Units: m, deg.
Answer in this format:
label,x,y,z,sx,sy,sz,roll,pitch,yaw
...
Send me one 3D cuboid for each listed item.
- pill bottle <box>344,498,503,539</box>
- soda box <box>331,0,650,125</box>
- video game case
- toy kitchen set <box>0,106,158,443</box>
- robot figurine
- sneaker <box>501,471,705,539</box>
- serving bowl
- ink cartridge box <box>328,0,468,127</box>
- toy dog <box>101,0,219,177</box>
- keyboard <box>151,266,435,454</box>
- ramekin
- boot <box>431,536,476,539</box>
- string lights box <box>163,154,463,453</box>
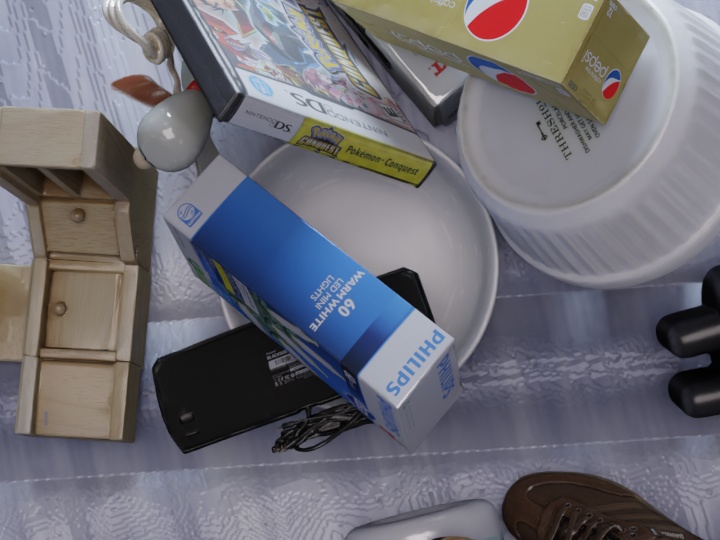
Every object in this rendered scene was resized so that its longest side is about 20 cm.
label,x,y,z,sx,sy,sz,roll,pitch,yaw
pill bottle,0.060,0.264,1.038,0.109,0.111,0.203,-13,83,3
soda box,0.078,-0.161,0.967,0.199,0.068,0.065,26,88,38
video game case,-0.056,-0.147,1.016,0.026,0.179,0.201,-50,49,24
toy kitchen set,-0.242,0.007,1.047,0.161,0.180,0.203,3,81,5
robot figurine,0.305,0.044,1.036,0.197,0.151,0.126,-14,42,3
sneaker,0.175,0.183,1.024,0.198,0.075,0.071,19,89,31
serving bowl,0.000,0.000,1.088,0.197,0.066,0.203,0,85,5
ink cartridge box,0.046,-0.227,1.096,0.144,0.084,0.201,-40,85,0
toy dog,-0.120,-0.117,1.061,0.096,0.199,0.133,-35,83,30
keyboard,-0.039,0.078,1.042,0.198,0.040,0.105,-20,61,3
ramekin,0.153,-0.097,0.995,0.200,0.094,0.205,-13,65,31
boot,0.147,0.220,0.960,0.199,0.137,0.078,37,53,-31
string lights box,-0.028,0.022,0.980,0.199,0.103,0.059,38,77,20
